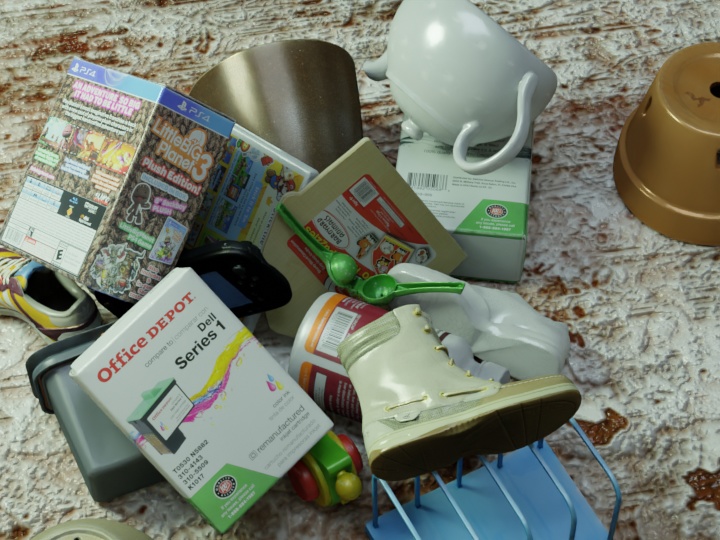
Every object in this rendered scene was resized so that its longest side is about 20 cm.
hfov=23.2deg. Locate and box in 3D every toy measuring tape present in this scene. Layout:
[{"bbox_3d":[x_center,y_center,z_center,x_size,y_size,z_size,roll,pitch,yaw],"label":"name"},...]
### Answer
[{"bbox_3d":[-0.052,0.175,1.699,0.073,0.074,0.200,-28,35,-19],"label":"toy measuring tape"}]

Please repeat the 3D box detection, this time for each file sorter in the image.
[{"bbox_3d":[0.122,0.221,1.609,0.199,0.123,0.139,-24,55,-15],"label":"file sorter"}]

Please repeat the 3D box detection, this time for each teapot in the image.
[{"bbox_3d":[0.098,-0.194,1.804,0.197,0.200,0.146,39,97,3],"label":"teapot"}]

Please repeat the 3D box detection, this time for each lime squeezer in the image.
[{"bbox_3d":[0.000,0.000,1.721,0.199,0.071,0.038,25,64,2],"label":"lime squeezer"}]

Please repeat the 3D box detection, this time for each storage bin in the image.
[{"bbox_3d":[-0.205,0.125,1.687,0.199,0.146,0.135,-19,65,-13],"label":"storage bin"}]

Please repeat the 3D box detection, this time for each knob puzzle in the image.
[{"bbox_3d":[-0.019,-0.012,1.767,0.218,0.221,0.030,-15,28,-10],"label":"knob puzzle"}]

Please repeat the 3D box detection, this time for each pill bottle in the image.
[{"bbox_3d":[0.038,0.103,1.705,0.199,0.113,0.113,20,56,15],"label":"pill bottle"}]

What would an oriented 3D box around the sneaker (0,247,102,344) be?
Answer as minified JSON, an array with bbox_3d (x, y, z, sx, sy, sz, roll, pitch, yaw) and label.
[{"bbox_3d":[-0.346,0.010,1.797,0.199,0.090,0.075,26,57,19],"label":"sneaker"}]

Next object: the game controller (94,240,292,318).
[{"bbox_3d":[-0.166,0.021,1.733,0.199,0.104,0.042,-14,42,32],"label":"game controller"}]

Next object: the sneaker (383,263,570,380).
[{"bbox_3d":[0.120,0.041,1.778,0.199,0.075,0.089,28,40,1],"label":"sneaker"}]

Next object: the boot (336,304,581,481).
[{"bbox_3d":[0.087,0.096,1.590,0.199,0.072,0.155,-16,49,-3],"label":"boot"}]

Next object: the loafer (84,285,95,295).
[{"bbox_3d":[-0.240,-0.058,1.791,0.075,0.201,0.068,11,8,28],"label":"loafer"}]

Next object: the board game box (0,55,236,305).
[{"bbox_3d":[-0.236,-0.085,1.684,0.159,0.097,0.201,22,88,45],"label":"board game box"}]

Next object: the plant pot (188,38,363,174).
[{"bbox_3d":[-0.071,-0.108,1.842,0.186,0.187,0.201,-12,68,-8],"label":"plant pot"}]

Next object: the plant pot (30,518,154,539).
[{"bbox_3d":[-0.243,0.298,1.550,0.199,0.135,0.201,-1,53,1],"label":"plant pot"}]

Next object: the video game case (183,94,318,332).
[{"bbox_3d":[-0.152,-0.052,1.795,0.181,0.201,0.023,31,17,24],"label":"video game case"}]

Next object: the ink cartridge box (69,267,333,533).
[{"bbox_3d":[-0.147,0.116,1.599,0.145,0.084,0.200,-44,98,-10],"label":"ink cartridge box"}]

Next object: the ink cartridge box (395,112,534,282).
[{"bbox_3d":[0.110,-0.095,1.872,0.146,0.083,0.201,6,53,5],"label":"ink cartridge box"}]

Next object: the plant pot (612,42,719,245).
[{"bbox_3d":[0.377,-0.147,1.871,0.199,0.140,0.201,0,53,0],"label":"plant pot"}]
